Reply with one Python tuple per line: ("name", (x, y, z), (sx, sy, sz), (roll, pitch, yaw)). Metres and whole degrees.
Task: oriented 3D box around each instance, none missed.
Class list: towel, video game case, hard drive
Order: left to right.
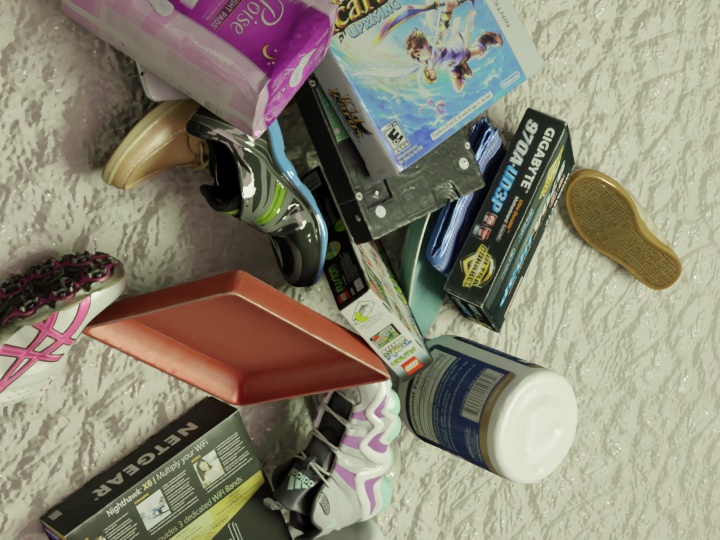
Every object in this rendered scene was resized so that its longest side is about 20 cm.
("hard drive", (0.016, -0.140, 1.359), (0.139, 0.038, 0.202), (-27, 98, -32))
("video game case", (0.045, -0.206, 1.339), (0.200, 0.045, 0.182), (-37, 101, -30))
("towel", (0.113, -0.061, 1.515), (0.200, 0.024, 0.146), (31, 80, -74))

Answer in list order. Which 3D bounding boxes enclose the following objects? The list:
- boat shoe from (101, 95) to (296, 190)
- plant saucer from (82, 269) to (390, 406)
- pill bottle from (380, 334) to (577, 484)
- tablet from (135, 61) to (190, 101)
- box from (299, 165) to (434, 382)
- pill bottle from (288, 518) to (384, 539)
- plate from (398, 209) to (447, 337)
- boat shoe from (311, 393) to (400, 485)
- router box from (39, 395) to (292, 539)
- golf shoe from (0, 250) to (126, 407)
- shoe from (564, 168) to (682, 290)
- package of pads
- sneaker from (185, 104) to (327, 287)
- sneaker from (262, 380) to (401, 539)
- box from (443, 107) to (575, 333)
("boat shoe", (-0.132, -0.122, 1.323), (0.200, 0.071, 0.065), (-39, 85, -26))
("plant saucer", (-0.106, 0.058, 1.341), (0.199, 0.199, 0.037), (31, 59, -40))
("pill bottle", (0.107, 0.127, 1.513), (0.110, 0.199, 0.112), (-12, 109, -36))
("tablet", (-0.113, -0.213, 1.325), (0.199, 0.014, 0.131), (-11, 78, -36))
("box", (0.000, 0.000, 1.399), (0.035, 0.201, 0.110), (-34, 127, 9))
("pill bottle", (-0.016, 0.351, 1.530), (0.115, 0.115, 0.202), (-26, 117, -31))
("plate", (0.070, -0.028, 1.504), (0.200, 0.025, 0.202), (16, 90, -75))
("boat shoe", (0.003, 0.143, 1.519), (0.071, 0.070, 0.201), (-35, 121, -27))
("router box", (-0.173, 0.237, 1.412), (0.199, 0.052, 0.158), (-34, 121, -27))
("golf shoe", (-0.275, 0.059, 1.273), (0.199, 0.073, 0.093), (-34, 128, -16))
("shoe", (0.284, -0.050, 1.714), (0.070, 0.054, 0.200), (-38, 125, 14))
("package of pads", (-0.129, -0.206, 1.226), (0.121, 0.199, 0.076), (-53, 173, -27))
("sneaker", (-0.091, -0.065, 1.302), (0.083, 0.071, 0.201), (-41, 127, -22))
("sneaker", (-0.035, 0.173, 1.423), (0.139, 0.078, 0.202), (-26, 128, -33))
("box", (0.152, -0.047, 1.552), (0.201, 0.046, 0.159), (-65, 166, -6))
